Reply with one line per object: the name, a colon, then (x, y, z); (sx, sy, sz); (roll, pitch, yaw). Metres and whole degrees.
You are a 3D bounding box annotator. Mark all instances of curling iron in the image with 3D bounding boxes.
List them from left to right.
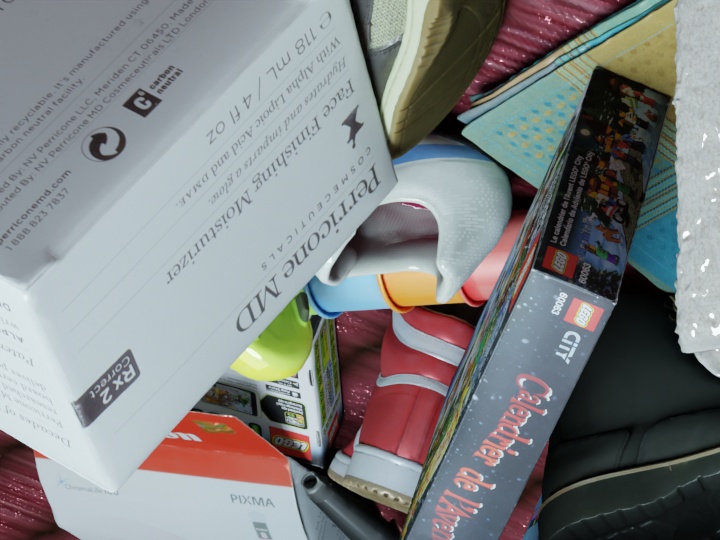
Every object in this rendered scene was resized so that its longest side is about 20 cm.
curling iron: (0.023, 0.151, 1.521); (0.049, 0.026, 0.200); (12, 158, 38)

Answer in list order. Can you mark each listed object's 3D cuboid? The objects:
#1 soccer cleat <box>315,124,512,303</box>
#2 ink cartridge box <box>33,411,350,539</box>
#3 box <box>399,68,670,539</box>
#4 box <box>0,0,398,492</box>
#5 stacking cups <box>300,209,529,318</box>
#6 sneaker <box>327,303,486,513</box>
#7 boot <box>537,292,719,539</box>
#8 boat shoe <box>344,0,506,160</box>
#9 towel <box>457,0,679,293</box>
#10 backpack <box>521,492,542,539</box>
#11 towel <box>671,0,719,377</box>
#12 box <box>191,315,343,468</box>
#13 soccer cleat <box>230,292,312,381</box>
soccer cleat: (-0.031, -0.040, 1.275); (0.199, 0.087, 0.070); (13, 144, 18)
ink cartridge box: (-0.100, 0.120, 1.508); (0.161, 0.057, 0.200); (4, 166, 24)
box: (0.071, 0.032, 1.203); (0.037, 0.137, 0.201); (22, 132, 0)
box: (-0.126, -0.051, 1.176); (0.199, 0.199, 0.131); (26, 151, 32)
stacking cups: (0.000, 0.000, 1.336); (0.199, 0.061, 0.061); (0, 139, 29)
sneaker: (0.034, 0.065, 1.413); (0.071, 0.113, 0.200); (20, 175, -1)
boot: (0.171, 0.052, 1.263); (0.199, 0.139, 0.078); (-12, 137, 11)
boat shoe: (0.021, -0.121, 1.168); (0.065, 0.073, 0.200); (38, 150, 15)
towel: (0.156, -0.064, 1.204); (0.146, 0.022, 0.200); (37, 141, -21)
backpack: (0.174, 0.142, 1.327); (0.199, 0.183, 0.135); (21, 151, 10)
towel: (0.180, -0.058, 1.076); (0.132, 0.202, 0.034); (-1, -177, 33)
box: (-0.110, 0.037, 1.468); (0.199, 0.035, 0.110); (13, 144, 13)
soccer cleat: (-0.100, -0.001, 1.333); (0.200, 0.065, 0.084); (37, 124, 25)
